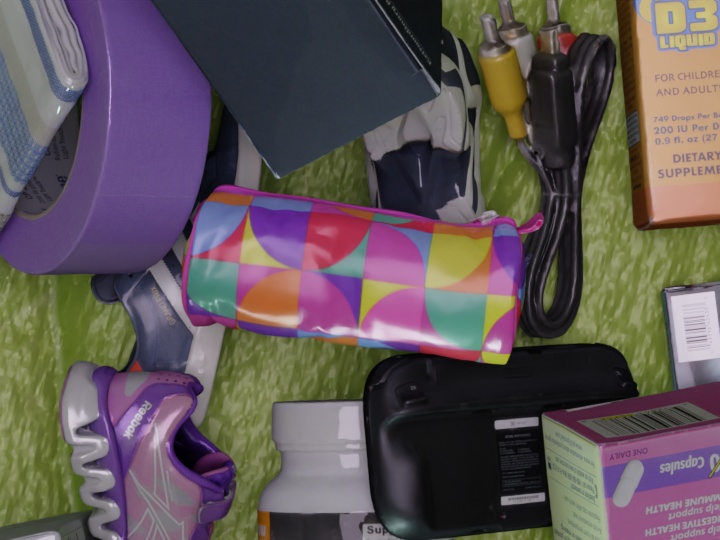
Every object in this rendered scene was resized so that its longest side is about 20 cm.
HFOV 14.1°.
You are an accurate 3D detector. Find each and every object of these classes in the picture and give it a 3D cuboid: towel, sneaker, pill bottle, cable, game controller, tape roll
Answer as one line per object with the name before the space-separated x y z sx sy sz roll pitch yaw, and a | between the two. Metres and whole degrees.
towel | -0.209 -0.105 1.652 0.024 0.200 0.147 -5 58 -31
sneaker | 0.038 -0.064 1.713 0.079 0.130 0.200 -4 126 12
pill bottle | -0.002 0.175 1.683 0.116 0.116 0.201 -2 88 1
sneaker | -0.111 -0.009 1.711 0.084 0.075 0.201 13 89 -3
cable | 0.111 -0.064 1.728 0.050 0.097 0.201 12 111 41
sneaker | -0.110 0.142 1.681 0.088 0.081 0.201 -10 108 5
game controller | 0.084 0.097 1.673 0.199 0.042 0.105 -2 94 -38
tape roll | -0.158 -0.098 1.651 0.065 0.200 0.201 -1 88 -32

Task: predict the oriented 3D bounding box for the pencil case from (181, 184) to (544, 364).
pencil case | 0.000 0.000 1.632 0.199 0.088 0.089 5 88 3

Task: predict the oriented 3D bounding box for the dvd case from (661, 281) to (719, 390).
dvd case | 0.285 0.070 1.729 0.199 0.022 0.147 -8 88 0

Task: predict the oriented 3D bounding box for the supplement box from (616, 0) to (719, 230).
supplement box | 0.187 -0.126 1.714 0.066 0.069 0.201 -5 86 -1

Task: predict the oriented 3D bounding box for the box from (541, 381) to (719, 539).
box | 0.208 0.170 1.652 0.175 0.097 0.201 -9 101 -14

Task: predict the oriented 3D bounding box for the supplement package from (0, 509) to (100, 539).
supplement package | -0.203 0.207 1.644 0.116 0.200 0.118 -12 88 1

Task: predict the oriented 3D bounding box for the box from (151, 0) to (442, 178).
box | -0.035 -0.174 1.603 0.107 0.200 0.149 -27 116 17
